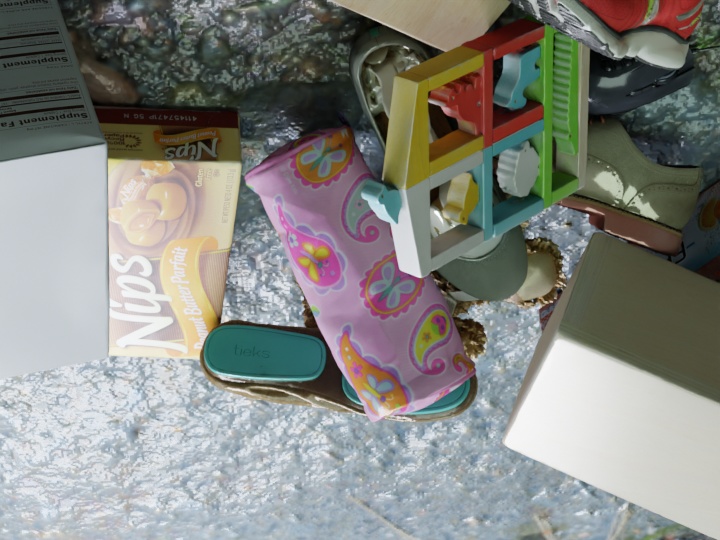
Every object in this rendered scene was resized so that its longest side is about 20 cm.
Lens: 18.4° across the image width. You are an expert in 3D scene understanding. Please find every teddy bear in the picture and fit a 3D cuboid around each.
[{"bbox_3d":[0.049,0.000,1.552,0.145,0.067,0.200,31,136,-18],"label":"teddy bear"}]

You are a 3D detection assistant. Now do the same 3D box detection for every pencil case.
[{"bbox_3d":[0.000,0.000,1.477,0.087,0.087,0.200,-29,89,23],"label":"pencil case"}]

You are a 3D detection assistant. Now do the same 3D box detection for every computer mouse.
[{"bbox_3d":[0.228,-0.136,1.465,0.200,0.034,0.059,-12,136,7],"label":"computer mouse"}]

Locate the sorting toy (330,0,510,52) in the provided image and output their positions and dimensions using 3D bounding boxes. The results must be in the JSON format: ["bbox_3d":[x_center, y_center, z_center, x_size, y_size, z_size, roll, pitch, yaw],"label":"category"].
[{"bbox_3d":[0.031,-0.248,1.302,0.199,0.070,0.200,21,131,-25],"label":"sorting toy"}]

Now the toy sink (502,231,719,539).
[{"bbox_3d":[0.218,0.082,1.511,0.200,0.112,0.130,23,138,3],"label":"toy sink"}]

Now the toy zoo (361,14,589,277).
[{"bbox_3d":[0.074,-0.080,1.377,0.200,0.020,0.131,-28,127,-41],"label":"toy zoo"}]

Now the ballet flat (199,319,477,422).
[{"bbox_3d":[-0.013,0.076,1.563,0.200,0.068,0.072,4,160,10],"label":"ballet flat"}]

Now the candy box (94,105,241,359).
[{"bbox_3d":[-0.148,-0.023,1.535,0.115,0.055,0.200,3,137,-8],"label":"candy box"}]

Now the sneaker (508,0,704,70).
[{"bbox_3d":[0.155,-0.178,1.346,0.200,0.077,0.085,-2,121,-61],"label":"sneaker"}]

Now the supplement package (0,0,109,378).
[{"bbox_3d":[-0.245,-0.066,1.355,0.147,0.200,0.191,-10,139,-15],"label":"supplement package"}]

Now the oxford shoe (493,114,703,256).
[{"bbox_3d":[0.139,-0.078,1.511,0.200,0.071,0.074,23,94,-17],"label":"oxford shoe"}]

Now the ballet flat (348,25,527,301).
[{"bbox_3d":[0.048,-0.064,1.436,0.067,0.064,0.200,-27,98,3],"label":"ballet flat"}]

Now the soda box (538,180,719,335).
[{"bbox_3d":[0.223,0.014,1.596,0.064,0.068,0.200,33,124,-31],"label":"soda box"}]
